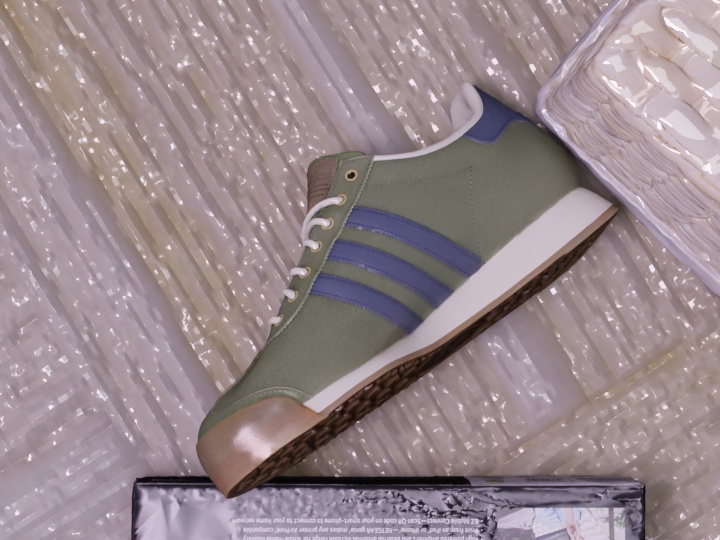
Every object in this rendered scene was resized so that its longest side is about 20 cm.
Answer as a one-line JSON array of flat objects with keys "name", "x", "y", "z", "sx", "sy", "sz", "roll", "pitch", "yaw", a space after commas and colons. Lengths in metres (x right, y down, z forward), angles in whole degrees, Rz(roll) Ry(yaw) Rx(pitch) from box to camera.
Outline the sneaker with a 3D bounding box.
[{"name": "sneaker", "x": 0.000, "y": 0.000, "z": 1.072, "sx": 0.200, "sy": 0.067, "sz": 0.090, "roll": -35, "pitch": 80, "yaw": -23}]

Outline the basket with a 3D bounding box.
[{"name": "basket", "x": 0.201, "y": -0.076, "z": 1.050, "sx": 0.200, "sy": 0.161, "sz": 0.198, "roll": 42, "pitch": 87, "yaw": 2}]

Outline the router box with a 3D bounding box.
[{"name": "router box", "x": 0.010, "y": 0.155, "z": 1.081, "sx": 0.199, "sy": 0.051, "sz": 0.150, "roll": 1, "pitch": 88, "yaw": -2}]
